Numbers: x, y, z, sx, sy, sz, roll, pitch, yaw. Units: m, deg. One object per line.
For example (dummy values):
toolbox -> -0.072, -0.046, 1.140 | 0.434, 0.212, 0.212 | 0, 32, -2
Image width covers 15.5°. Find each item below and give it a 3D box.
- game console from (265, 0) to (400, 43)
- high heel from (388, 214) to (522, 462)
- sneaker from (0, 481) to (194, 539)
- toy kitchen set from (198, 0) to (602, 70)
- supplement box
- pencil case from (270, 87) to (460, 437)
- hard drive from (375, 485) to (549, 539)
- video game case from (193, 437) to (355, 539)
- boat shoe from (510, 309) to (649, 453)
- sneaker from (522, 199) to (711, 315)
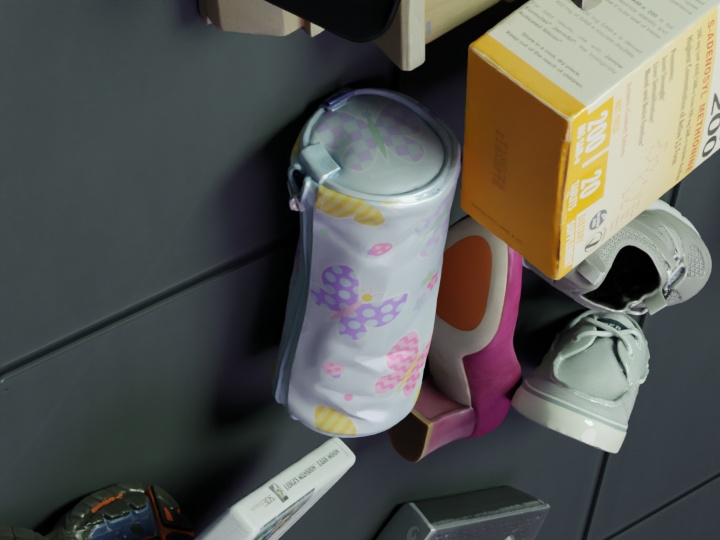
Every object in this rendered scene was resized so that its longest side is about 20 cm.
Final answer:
game console -> -0.059, -0.187, 1.056 | 0.172, 0.119, 0.201 | -15, 139, -39
high heel -> 0.074, 0.024, 1.538 | 0.096, 0.067, 0.201 | -29, 154, -37
sneaker -> -0.176, 0.179, 1.416 | 0.199, 0.075, 0.079 | -11, 140, -41
toy kitchen set -> 0.039, -0.129, 1.184 | 0.163, 0.181, 0.201 | -30, 148, -19
supplement box -> 0.145, -0.105, 1.348 | 0.200, 0.073, 0.126 | -38, 151, -26
pencil case -> 0.000, 0.000, 1.390 | 0.091, 0.083, 0.201 | -34, 150, -30
hard drive -> 0.033, 0.226, 1.748 | 0.134, 0.042, 0.201 | -5, 133, -47
video game case -> -0.099, 0.179, 1.450 | 0.200, 0.023, 0.182 | -45, 175, 17
boat shoe -> 0.138, 0.057, 1.596 | 0.201, 0.070, 0.072 | -40, 152, -79
sneaker -> 0.157, 0.003, 1.580 | 0.199, 0.082, 0.075 | 8, 122, -53
